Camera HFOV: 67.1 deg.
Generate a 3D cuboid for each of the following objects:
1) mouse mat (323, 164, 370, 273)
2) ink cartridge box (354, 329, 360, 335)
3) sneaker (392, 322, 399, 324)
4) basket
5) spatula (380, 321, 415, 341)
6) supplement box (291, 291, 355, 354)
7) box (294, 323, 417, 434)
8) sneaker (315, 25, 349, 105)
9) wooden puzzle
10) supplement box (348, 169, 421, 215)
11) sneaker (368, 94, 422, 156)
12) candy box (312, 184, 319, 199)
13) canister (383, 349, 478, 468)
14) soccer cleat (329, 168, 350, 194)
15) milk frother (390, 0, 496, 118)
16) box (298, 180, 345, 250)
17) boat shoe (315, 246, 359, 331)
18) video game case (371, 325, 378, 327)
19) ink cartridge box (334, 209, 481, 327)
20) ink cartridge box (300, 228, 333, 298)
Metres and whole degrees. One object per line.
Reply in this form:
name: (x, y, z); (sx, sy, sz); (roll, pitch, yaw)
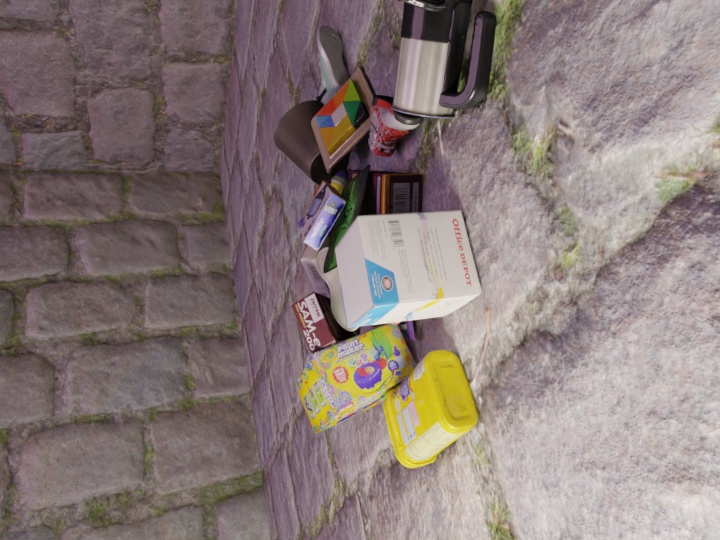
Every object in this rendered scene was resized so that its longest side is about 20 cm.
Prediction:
mouse mat: (-0.030, -0.102, 1.106); (0.160, 0.007, 0.207); (155, 129, -65)
ink cartridge box: (0.017, 0.037, 1.242); (0.116, 0.065, 0.206); (-129, 41, -54)
sneaker: (0.067, -0.007, 1.040); (0.205, 0.109, 0.077); (68, 157, 5)
basket: (-0.124, -0.333, 1.455); (0.202, 0.178, 0.137); (58, -177, 38)
spatula: (0.077, 0.123, 1.162); (0.199, 0.020, 0.059); (159, 103, -68)
supplement box: (-0.070, 0.119, 1.154); (0.111, 0.060, 0.200); (64, -172, 16)
box: (-0.013, 0.225, 1.137); (0.124, 0.195, 0.194); (62, 151, 19)
sneaker: (-0.091, -0.531, 1.427); (0.118, 0.072, 0.207); (-39, 59, 56)
wooden puzzle: (-0.044, -0.362, 1.291); (0.199, 0.037, 0.189); (-43, 49, 28)
supplement box: (0.045, -0.147, 1.123); (0.199, 0.083, 0.114); (-152, 60, -65)
sneaker: (0.067, -0.276, 1.080); (0.202, 0.065, 0.111); (-124, 36, -58)
candy box: (-0.078, -0.157, 1.473); (0.118, 0.055, 0.204); (110, 150, -45)
canister: (0.122, 0.252, 0.982); (0.202, 0.084, 0.152); (120, 141, -51)
soccer cleat: (-0.042, -0.167, 1.297); (0.082, 0.065, 0.203); (-29, 36, 18)
milk frother: (0.091, -0.340, 0.839); (0.180, 0.194, 0.194); (41, 131, 55)
box: (-0.087, -0.123, 1.192); (0.121, 0.041, 0.200); (-58, 16, 9)
boat shoe: (-0.036, 0.042, 1.152); (0.073, 0.060, 0.203); (-39, 57, 16)
video game case: (0.000, 0.000, 1.148); (0.142, 0.018, 0.207); (-151, 57, -64)
ink cartridge box: (0.075, -0.001, 0.917); (0.145, 0.193, 0.152); (134, 128, -63)
ink cartridge box: (-0.062, -0.034, 1.300); (0.203, 0.049, 0.164); (-64, -37, -39)
